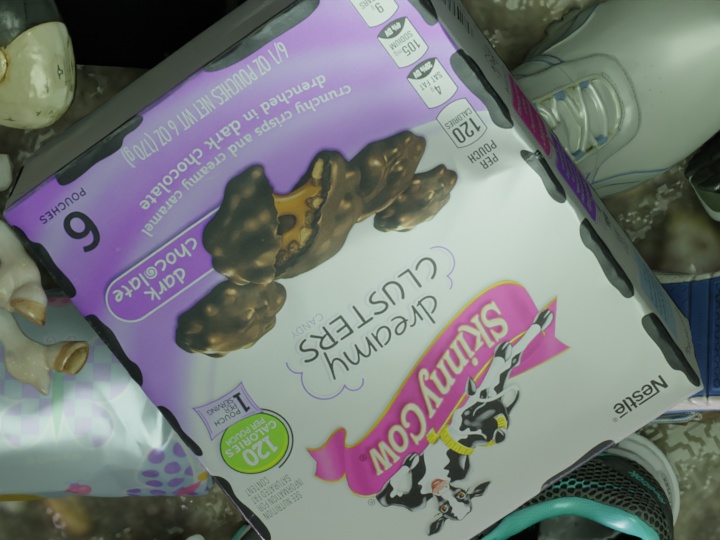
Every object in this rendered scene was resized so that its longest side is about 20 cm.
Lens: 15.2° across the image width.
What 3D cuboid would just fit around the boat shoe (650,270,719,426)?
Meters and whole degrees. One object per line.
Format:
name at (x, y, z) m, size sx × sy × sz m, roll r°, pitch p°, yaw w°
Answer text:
boat shoe at (0.108, 0.033, 1.068) m, size 0.199 × 0.072 × 0.073 m, roll 4°, pitch 80°, yaw 22°

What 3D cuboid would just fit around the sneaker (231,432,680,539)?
sneaker at (0.035, 0.115, 1.078) m, size 0.199 × 0.091 × 0.078 m, roll -17°, pitch 102°, yaw 0°

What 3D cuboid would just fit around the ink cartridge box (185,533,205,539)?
ink cartridge box at (-0.118, 0.220, 1.071) m, size 0.162 × 0.050 × 0.201 m, roll -22°, pitch 108°, yaw -31°

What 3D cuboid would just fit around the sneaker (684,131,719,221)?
sneaker at (0.220, -0.015, 1.030) m, size 0.077 × 0.200 × 0.089 m, roll -47°, pitch 123°, yaw -19°

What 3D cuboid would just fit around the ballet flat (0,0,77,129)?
ballet flat at (-0.179, -0.125, 0.988) m, size 0.200 × 0.057 × 0.066 m, roll 47°, pitch 114°, yaw 11°

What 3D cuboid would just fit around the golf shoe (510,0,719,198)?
golf shoe at (0.072, -0.049, 1.043) m, size 0.199 × 0.097 × 0.079 m, roll -26°, pitch 101°, yaw 1°

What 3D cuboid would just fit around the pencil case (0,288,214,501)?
pencil case at (-0.151, 0.047, 1.057) m, size 0.199 × 0.083 × 0.091 m, roll -1°, pitch 77°, yaw -3°

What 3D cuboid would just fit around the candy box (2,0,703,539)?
candy box at (0.000, 0.000, 0.971) m, size 0.167 × 0.072 × 0.200 m, roll -35°, pitch 105°, yaw 12°

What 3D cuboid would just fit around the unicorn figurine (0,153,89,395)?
unicorn figurine at (-0.164, 0.014, 0.981) m, size 0.137 × 0.074 × 0.200 m, roll 32°, pitch 71°, yaw 31°

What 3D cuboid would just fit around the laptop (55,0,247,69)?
laptop at (-0.122, -0.182, 1.046) m, size 0.199 × 0.116 × 0.188 m, roll 1°, pitch 105°, yaw -33°
